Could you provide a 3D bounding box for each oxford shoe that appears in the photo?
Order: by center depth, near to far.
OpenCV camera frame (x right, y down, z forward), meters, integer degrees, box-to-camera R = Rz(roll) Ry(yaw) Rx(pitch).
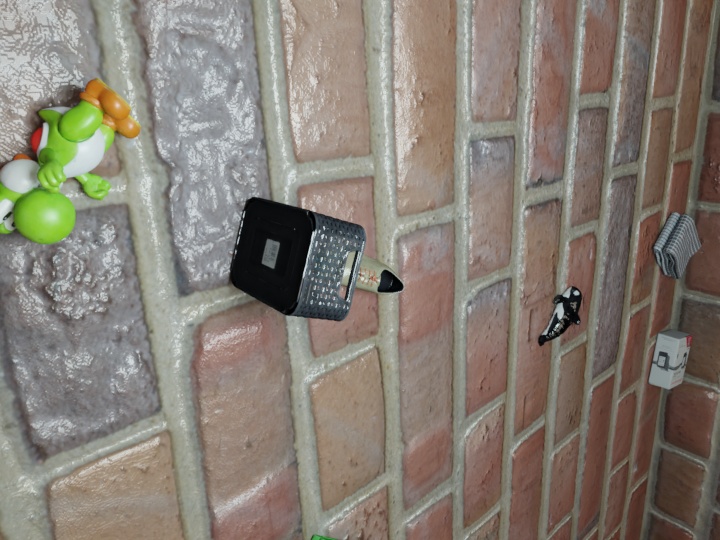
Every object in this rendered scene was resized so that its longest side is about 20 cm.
[{"bbox_3d":[0.000,0.000,0.930,0.197,0.074,0.072,11,96,-41],"label":"oxford shoe"}]

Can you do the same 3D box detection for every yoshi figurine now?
[{"bbox_3d":[-0.330,-0.109,0.600,0.201,0.111,0.113,-52,135,-13],"label":"yoshi figurine"}]

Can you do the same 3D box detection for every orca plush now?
[{"bbox_3d":[0.569,0.130,1.455,0.199,0.070,0.107,-38,123,-27],"label":"orca plush"}]

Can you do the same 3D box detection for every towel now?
[{"bbox_3d":[1.122,-0.082,1.864,0.200,0.085,0.168,42,75,-39],"label":"towel"}]

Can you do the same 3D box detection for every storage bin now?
[{"bbox_3d":[-0.096,-0.020,0.758,0.092,0.198,0.139,11,95,-40],"label":"storage bin"}]

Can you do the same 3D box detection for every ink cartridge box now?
[{"bbox_3d":[1.209,0.346,2.053,0.143,0.082,0.206,-4,104,-40],"label":"ink cartridge box"}]

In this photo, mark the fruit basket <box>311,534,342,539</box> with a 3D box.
[{"bbox_3d":[-0.035,0.646,1.020,0.212,0.153,0.223,2,87,-47],"label":"fruit basket"}]
